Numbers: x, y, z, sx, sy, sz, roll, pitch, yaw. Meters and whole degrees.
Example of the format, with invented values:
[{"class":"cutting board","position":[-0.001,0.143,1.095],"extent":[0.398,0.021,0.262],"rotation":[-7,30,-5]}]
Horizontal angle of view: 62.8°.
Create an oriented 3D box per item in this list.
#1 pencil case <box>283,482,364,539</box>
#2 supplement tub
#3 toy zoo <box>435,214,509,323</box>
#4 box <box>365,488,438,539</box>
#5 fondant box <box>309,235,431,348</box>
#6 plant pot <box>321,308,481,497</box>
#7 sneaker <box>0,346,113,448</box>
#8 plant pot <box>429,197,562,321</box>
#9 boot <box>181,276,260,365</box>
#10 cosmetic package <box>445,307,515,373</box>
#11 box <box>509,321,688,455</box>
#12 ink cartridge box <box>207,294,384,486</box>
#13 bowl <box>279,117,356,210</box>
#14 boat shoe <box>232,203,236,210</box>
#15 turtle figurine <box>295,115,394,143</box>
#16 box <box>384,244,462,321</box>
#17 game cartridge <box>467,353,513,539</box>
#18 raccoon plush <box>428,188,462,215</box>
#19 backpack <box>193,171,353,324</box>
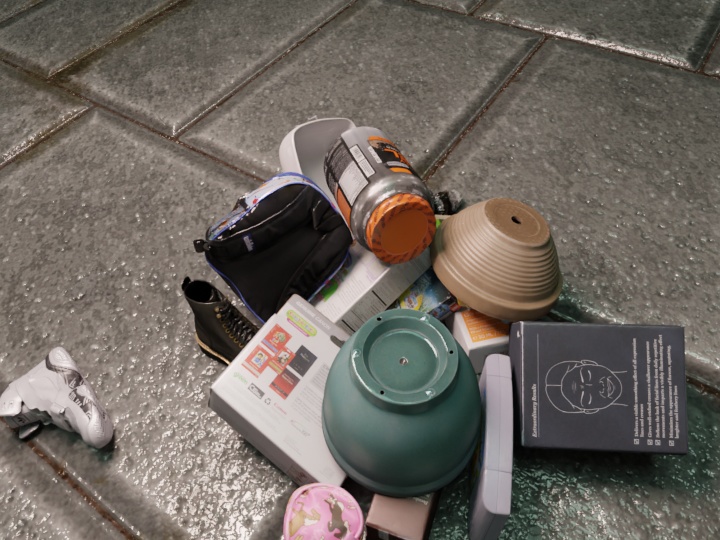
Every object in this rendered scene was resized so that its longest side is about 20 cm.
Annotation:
[{"class":"pencil case","position":[-0.034,0.299,0.626],"extent":[0.084,0.203,0.084],"rotation":[0,49,3]},{"class":"supplement tub","position":[0.026,-0.108,0.839],"extent":[0.119,0.125,0.202],"rotation":[-17,42,-10]},{"class":"toy zoo","position":[0.188,-0.006,0.883],"extent":[0.127,0.021,0.203],"rotation":[2,46,-16]},{"class":"box","position":[0.070,0.244,0.731],"extent":[0.073,0.101,0.202],"rotation":[14,52,16]},{"class":"fondant box","position":[0.000,0.000,0.910],"extent":[0.199,0.058,0.145],"rotation":[-42,42,3]},{"class":"plant pot","position":[0.048,0.131,0.673],"extent":[0.194,0.136,0.204],"rotation":[-1,50,1]},{"class":"sneaker","position":[-0.433,0.203,0.835],"extent":[0.114,0.076,0.199],"rotation":[-35,50,-23]},{"class":"plant pot","position":[0.203,-0.034,0.828],"extent":[0.195,0.094,0.204],"rotation":[11,42,-10]},{"class":"boot","position":[-0.172,0.092,0.860],"extent":[0.195,0.140,0.078],"rotation":[16,51,17]},{"class":"cosmetic package","position":[0.179,0.049,0.909],"extent":[0.099,0.072,0.203],"rotation":[-12,48,-5]},{"class":"box","position":[0.293,0.144,0.752],"extent":[0.194,0.107,0.153],"rotation":[1,84,6]},{"class":"ink cartridge box","position":[-0.070,0.164,0.780],"extent":[0.199,0.084,0.176],"rotation":[38,58,5]},{"class":"bowl","position":[-0.058,-0.150,1.022],"extent":[0.073,0.205,0.199],"rotation":[-15,8,36]},{"class":"boat shoe","position":[-0.169,-0.038,1.005],"extent":[0.072,0.068,0.201],"rotation":[-39,56,-2]},{"class":"turtle figurine","position":[-0.029,-0.229,1.153],"extent":[0.195,0.149,0.104],"rotation":[14,94,13]},{"class":"box","position":[0.071,0.009,0.929],"extent":[0.136,0.037,0.203],"rotation":[-36,45,24]},{"class":"game cartridge","position":[0.160,0.214,0.727],"extent":[0.039,0.135,0.203],"rotation":[9,49,3]},{"class":"raccoon plush","position":[0.096,-0.157,1.035],"extent":[0.198,0.137,0.096],"rotation":[-29,44,-35]},{"class":"backpack","position":[-0.112,-0.042,0.869],"extent":[0.189,0.201,0.155],"rotation":[-36,29,6]}]
